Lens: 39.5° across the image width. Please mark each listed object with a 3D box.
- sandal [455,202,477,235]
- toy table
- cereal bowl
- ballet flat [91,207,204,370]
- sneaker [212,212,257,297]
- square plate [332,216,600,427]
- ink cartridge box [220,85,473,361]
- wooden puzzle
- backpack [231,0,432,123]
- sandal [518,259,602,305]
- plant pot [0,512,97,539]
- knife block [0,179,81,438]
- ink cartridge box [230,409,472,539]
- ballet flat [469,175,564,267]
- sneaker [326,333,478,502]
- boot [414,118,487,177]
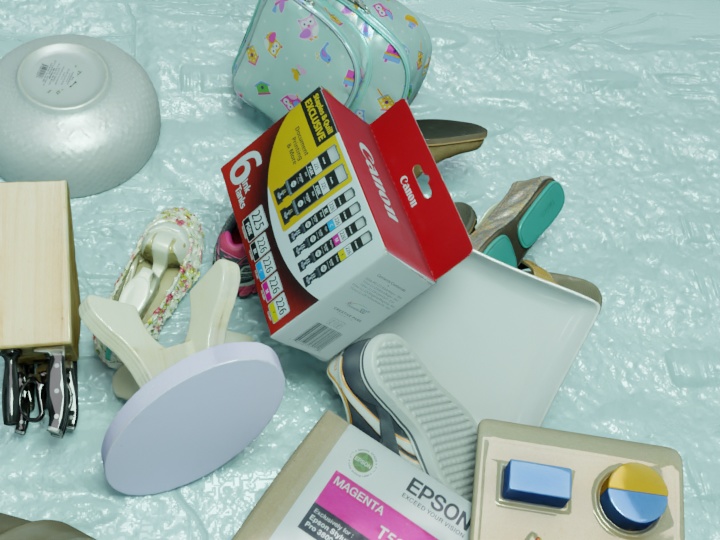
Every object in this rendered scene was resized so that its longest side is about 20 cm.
[{"bbox_3d":[0.033,-0.040,1.053,0.198,0.055,0.082,-13,35,-13],"label":"sandal"},{"bbox_3d":[-0.158,0.092,0.879,0.199,0.183,0.118,-36,51,18],"label":"toy table"},{"bbox_3d":[-0.314,-0.181,1.079,0.198,0.084,0.202,5,58,-7],"label":"cereal bowl"},{"bbox_3d":[-0.203,0.006,0.990,0.075,0.064,0.201,16,56,0],"label":"ballet flat"},{"bbox_3d":[-0.083,-0.062,1.047,0.080,0.075,0.201,26,56,8],"label":"sneaker"},{"bbox_3d":[0.095,0.071,0.943,0.198,0.200,0.028,24,23,6],"label":"square plate"},{"bbox_3d":[-0.017,-0.055,0.894,0.175,0.084,0.201,-36,53,20],"label":"ink cartridge box"},{"bbox_3d":[0.184,0.220,0.837,0.183,0.046,0.202,9,56,0],"label":"wooden puzzle"},{"bbox_3d":[-0.030,-0.230,1.097,0.199,0.176,0.154,30,37,-3],"label":"backpack"},{"bbox_3d":[0.158,0.015,1.051,0.198,0.054,0.081,15,55,1],"label":"sandal"},{"bbox_3d":[-0.311,0.258,0.755,0.172,0.201,0.200,21,55,25],"label":"plant pot"},{"bbox_3d":[-0.287,0.042,0.892,0.063,0.202,0.176,-3,29,-12],"label":"knife block"},{"bbox_3d":[0.005,0.245,0.868,0.199,0.075,0.165,31,59,11],"label":"ink cartridge box"},{"bbox_3d":[0.137,-0.027,1.028,0.067,0.069,0.200,9,41,42],"label":"ballet flat"},{"bbox_3d":[0.047,0.142,0.926,0.201,0.079,0.079,56,48,-18],"label":"sneaker"},{"bbox_3d":[0.040,-0.112,1.059,0.198,0.076,0.074,-13,22,-11],"label":"boot"}]
